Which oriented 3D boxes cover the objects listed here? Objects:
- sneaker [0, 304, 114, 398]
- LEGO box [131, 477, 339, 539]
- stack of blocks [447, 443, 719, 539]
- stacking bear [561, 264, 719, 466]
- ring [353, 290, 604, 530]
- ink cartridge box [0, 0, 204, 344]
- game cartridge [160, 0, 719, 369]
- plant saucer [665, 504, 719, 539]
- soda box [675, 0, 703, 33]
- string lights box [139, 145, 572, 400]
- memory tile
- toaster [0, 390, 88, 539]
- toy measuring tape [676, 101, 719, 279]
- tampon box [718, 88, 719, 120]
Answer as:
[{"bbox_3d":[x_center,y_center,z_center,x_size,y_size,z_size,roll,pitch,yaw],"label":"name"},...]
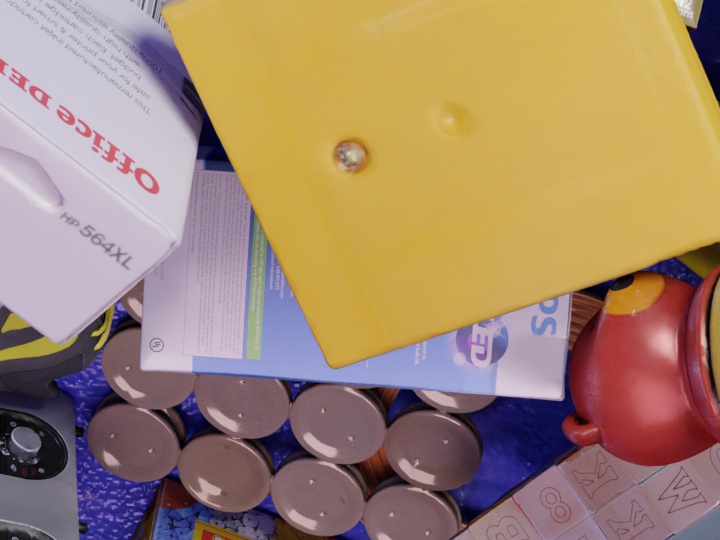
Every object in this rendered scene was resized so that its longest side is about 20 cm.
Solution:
[{"bbox_3d":[-0.150,0.002,1.372,0.084,0.075,0.200,15,151,-22],"label":"sneaker"},{"bbox_3d":[-0.077,0.226,1.541,0.148,0.077,0.200,21,127,-10],"label":"LEGO box"},{"bbox_3d":[0.139,0.094,1.364,0.200,0.115,0.059,-38,85,26],"label":"stack of blocks"},{"bbox_3d":[0.177,0.032,1.168,0.199,0.122,0.114,-10,121,31],"label":"stacking bear"},{"bbox_3d":[0.078,0.080,1.451,0.199,0.019,0.201,2,129,3],"label":"ring"},{"bbox_3d":[-0.144,-0.089,1.223,0.146,0.200,0.084,38,122,-22],"label":"ink cartridge box"},{"bbox_3d":[0.041,-0.067,1.175,0.199,0.032,0.177,-19,107,21],"label":"game cartridge"},{"bbox_3d":[0.185,0.108,1.370,0.200,0.070,0.019,-39,86,28],"label":"plant saucer"},{"bbox_3d":[0.050,-0.155,1.222,0.199,0.068,0.064,16,83,-8],"label":"soda box"},{"bbox_3d":[0.000,0.000,1.344,0.199,0.059,0.103,4,98,2],"label":"string lights box"},{"bbox_3d":[-0.034,0.067,1.432,0.199,0.017,0.154,16,126,4],"label":"memory tile"},{"bbox_3d":[-0.222,0.170,1.440,0.118,0.181,0.200,17,127,-20],"label":"toaster"},{"bbox_3d":[0.177,-0.022,1.285,0.200,0.073,0.074,40,135,29],"label":"toy measuring tape"},{"bbox_3d":[0.255,-0.061,1.239,0.126,0.150,0.200,-23,123,24],"label":"tampon box"}]
